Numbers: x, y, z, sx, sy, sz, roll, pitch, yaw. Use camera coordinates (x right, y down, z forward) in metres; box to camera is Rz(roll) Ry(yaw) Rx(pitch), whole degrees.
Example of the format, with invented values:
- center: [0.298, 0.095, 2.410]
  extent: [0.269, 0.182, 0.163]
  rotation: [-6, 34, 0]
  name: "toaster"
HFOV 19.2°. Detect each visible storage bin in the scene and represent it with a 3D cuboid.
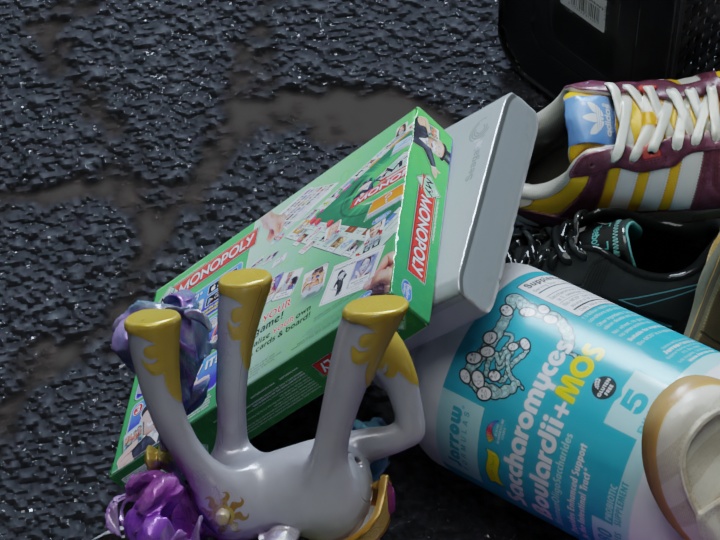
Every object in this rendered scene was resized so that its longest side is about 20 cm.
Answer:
- center: [0.157, -0.179, 1.198]
  extent: [0.093, 0.201, 0.135]
  rotation: [-34, 57, -26]
  name: "storage bin"

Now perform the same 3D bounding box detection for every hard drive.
- center: [0.000, 0.000, 1.079]
  extent: [0.026, 0.199, 0.133]
  rotation: [39, 47, -25]
  name: "hard drive"

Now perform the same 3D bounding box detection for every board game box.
- center: [-0.040, 0.018, 1.055]
  extent: [0.029, 0.199, 0.135]
  rotation: [39, 37, -25]
  name: "board game box"

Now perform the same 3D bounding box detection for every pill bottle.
- center: [0.100, 0.066, 1.045]
  extent: [0.199, 0.111, 0.111]
  rotation: [25, 54, 32]
  name: "pill bottle"

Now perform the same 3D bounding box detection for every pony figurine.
- center: [-0.052, 0.105, 0.958]
  extent: [0.191, 0.202, 0.167]
  rotation: [-3, 21, 7]
  name: "pony figurine"

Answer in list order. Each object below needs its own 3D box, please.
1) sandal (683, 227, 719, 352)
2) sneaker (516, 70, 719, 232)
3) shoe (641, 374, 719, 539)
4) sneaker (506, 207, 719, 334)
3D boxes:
- center: [0.210, -0.003, 1.076]
  extent: [0.080, 0.201, 0.054]
  rotation: [21, 19, -12]
  name: "sandal"
- center: [0.155, -0.068, 1.122]
  extent: [0.199, 0.090, 0.076]
  rotation: [-22, 58, 31]
  name: "sneaker"
- center: [0.194, 0.120, 0.953]
  extent: [0.070, 0.200, 0.053]
  rotation: [-50, 32, -15]
  name: "shoe"
- center: [0.108, -0.003, 1.133]
  extent: [0.198, 0.080, 0.076]
  rotation: [2, 50, 4]
  name: "sneaker"
